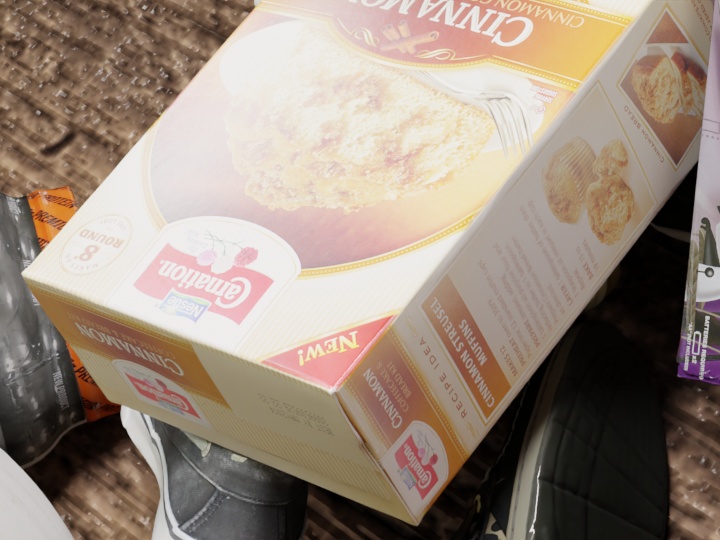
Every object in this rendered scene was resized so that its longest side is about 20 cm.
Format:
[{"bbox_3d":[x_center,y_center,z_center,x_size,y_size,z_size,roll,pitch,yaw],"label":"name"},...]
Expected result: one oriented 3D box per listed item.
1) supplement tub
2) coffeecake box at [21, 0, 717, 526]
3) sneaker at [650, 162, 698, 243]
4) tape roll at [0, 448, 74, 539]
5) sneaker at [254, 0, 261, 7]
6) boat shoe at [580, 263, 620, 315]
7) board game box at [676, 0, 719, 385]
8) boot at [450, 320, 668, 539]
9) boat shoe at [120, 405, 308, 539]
[{"bbox_3d":[-0.203,0.035,1.198,0.200,0.123,0.123,-13,42,-7],"label":"supplement tub"},{"bbox_3d":[0.010,-0.030,0.998,0.153,0.073,0.200,18,60,42],"label":"coffeecake box"},{"bbox_3d":[0.166,-0.065,1.021,0.200,0.088,0.076,-10,53,37],"label":"sneaker"},{"bbox_3d":[-0.194,0.162,1.073,0.139,0.203,0.203,-24,45,26],"label":"tape roll"},{"bbox_3d":[0.002,-0.187,1.283,0.087,0.074,0.200,-9,53,43],"label":"sneaker"},{"bbox_3d":[0.001,0.001,1.088,0.201,0.072,0.066,2,33,43],"label":"boat shoe"},{"bbox_3d":[0.168,-0.053,0.950,0.120,0.032,0.200,10,102,27],"label":"board game box"},{"bbox_3d":[0.019,0.115,1.021,0.154,0.073,0.204,-13,49,38],"label":"boot"},{"bbox_3d":[-0.048,0.050,1.088,0.200,0.072,0.068,-98,21,-70],"label":"boat shoe"}]
